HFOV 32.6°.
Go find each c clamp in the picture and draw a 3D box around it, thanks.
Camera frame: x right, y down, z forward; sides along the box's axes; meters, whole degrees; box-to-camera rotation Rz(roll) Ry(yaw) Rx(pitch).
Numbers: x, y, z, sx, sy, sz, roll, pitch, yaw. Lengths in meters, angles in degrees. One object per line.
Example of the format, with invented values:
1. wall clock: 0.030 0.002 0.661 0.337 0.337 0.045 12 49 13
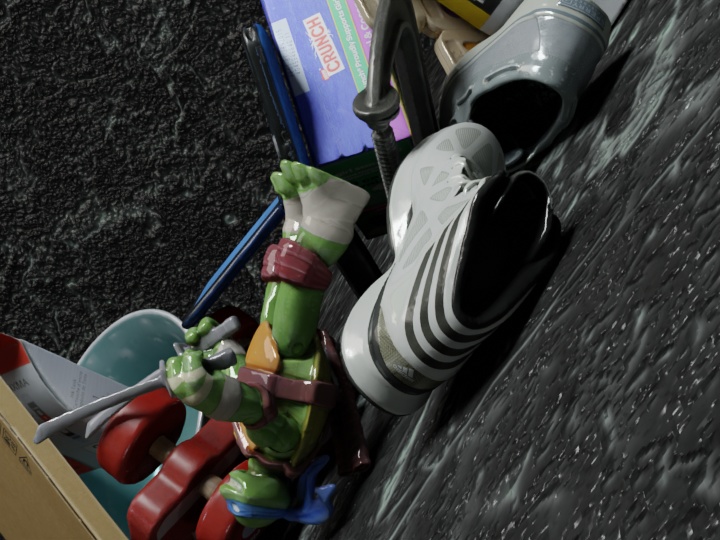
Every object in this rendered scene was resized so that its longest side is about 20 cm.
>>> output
1. c clamp: 0.029 -0.061 0.742 0.172 0.027 0.202 -69 -27 -47

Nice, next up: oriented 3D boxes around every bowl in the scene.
1. bowl: -0.155 0.143 0.995 0.199 0.104 0.203 -22 57 38

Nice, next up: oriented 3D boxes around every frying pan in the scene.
1. frying pan: 0.006 0.011 0.974 0.031 0.190 0.116 -32 52 4

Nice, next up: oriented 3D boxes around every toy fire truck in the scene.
1. toy fire truck: -0.090 0.136 0.861 0.200 0.111 0.169 -46 -21 -34

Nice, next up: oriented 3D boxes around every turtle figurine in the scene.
1. turtle figurine: -0.081 0.032 0.693 0.196 0.198 0.144 -70 -23 -6

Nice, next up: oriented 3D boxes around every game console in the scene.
1. game console: -0.094 -0.070 0.882 0.117 0.173 0.200 -19 7 -2

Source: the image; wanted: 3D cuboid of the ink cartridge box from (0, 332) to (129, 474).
1. ink cartridge box: -0.271 0.101 0.905 0.161 0.199 0.051 -20 56 37

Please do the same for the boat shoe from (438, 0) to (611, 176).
1. boat shoe: 0.084 -0.096 0.745 0.072 0.069 0.201 -63 5 -20

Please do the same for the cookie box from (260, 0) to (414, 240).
1. cookie box: -0.005 -0.133 0.919 0.074 0.173 0.200 -19 -15 7

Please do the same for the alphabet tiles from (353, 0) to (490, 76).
1. alphabet tiles: 0.060 -0.211 0.863 0.194 0.202 0.015 -10 -27 -36

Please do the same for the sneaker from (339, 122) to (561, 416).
1. sneaker: 0.066 -0.025 0.622 0.115 0.075 0.202 -38 22 41

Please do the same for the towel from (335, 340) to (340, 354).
1. towel: -0.073 0.149 1.091 0.201 0.023 0.153 -59 6 -6

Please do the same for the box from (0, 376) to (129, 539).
1. box: -0.215 0.182 0.862 0.021 0.200 0.164 -32 -20 -35

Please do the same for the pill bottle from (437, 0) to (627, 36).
1. pill bottle: 0.080 -0.222 0.795 0.112 0.199 0.111 -57 5 8
